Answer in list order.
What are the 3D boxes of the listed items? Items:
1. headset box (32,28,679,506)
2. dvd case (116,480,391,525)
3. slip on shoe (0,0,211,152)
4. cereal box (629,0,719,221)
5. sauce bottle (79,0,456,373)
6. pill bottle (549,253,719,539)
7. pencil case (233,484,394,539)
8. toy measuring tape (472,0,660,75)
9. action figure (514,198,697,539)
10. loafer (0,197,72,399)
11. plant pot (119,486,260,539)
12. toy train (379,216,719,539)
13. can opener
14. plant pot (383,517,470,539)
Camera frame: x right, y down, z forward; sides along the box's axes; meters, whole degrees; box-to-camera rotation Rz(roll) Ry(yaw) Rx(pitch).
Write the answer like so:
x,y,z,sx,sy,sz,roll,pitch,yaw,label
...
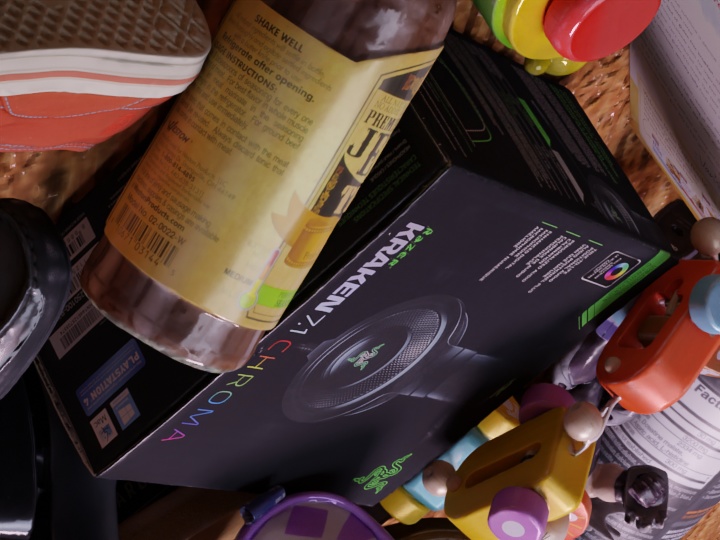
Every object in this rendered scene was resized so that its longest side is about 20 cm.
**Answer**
x,y,z,sx,sy,sz,roll,pitch,yaw,label
0.000,0.000,0.756,0.174,0.093,0.199,-40,153,19,headset box
-0.077,0.137,0.989,0.150,0.025,0.200,-39,153,15,dvd case
-0.124,-0.062,0.546,0.061,0.074,0.199,-42,157,29,slip on shoe
0.150,-0.060,0.752,0.039,0.145,0.200,-27,154,-6,cereal box
-0.013,-0.065,0.617,0.064,0.065,0.201,14,112,-55,sauce bottle
0.167,0.055,1.012,0.106,0.107,0.200,-4,143,-43,pill bottle
-0.046,0.161,0.824,0.085,0.084,0.200,-41,173,-33,pencil case
0.070,-0.126,0.641,0.073,0.074,0.201,-22,152,-17,toy measuring tape
0.108,0.055,0.936,0.200,0.129,0.070,-53,-173,36,action figure
-0.184,0.041,0.660,0.200,0.068,0.070,-32,162,11,loafer
-0.087,0.135,0.886,0.199,0.028,0.200,-33,165,-10,plant pot
0.084,0.055,0.833,0.151,0.056,0.199,-55,-159,-20,toy train
-0.106,0.119,0.740,0.078,0.202,0.063,-10,165,-18,can opener
0.036,0.193,0.940,0.185,0.187,0.200,-26,161,-9,plant pot
